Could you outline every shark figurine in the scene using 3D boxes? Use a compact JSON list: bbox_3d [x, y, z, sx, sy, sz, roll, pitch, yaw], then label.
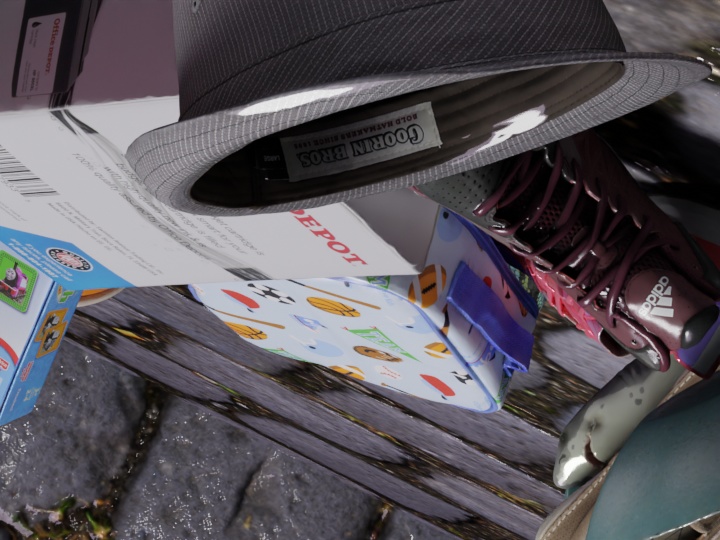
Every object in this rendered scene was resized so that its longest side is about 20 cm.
[{"bbox_3d":[0.210,0.056,1.286,0.214,0.129,0.090,9,-164,1],"label":"shark figurine"}]

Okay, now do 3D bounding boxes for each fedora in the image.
[{"bbox_3d":[0.009,-0.083,0.846,0.176,0.091,0.200,-7,171,-36],"label":"fedora"}]

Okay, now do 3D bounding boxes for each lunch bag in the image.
[{"bbox_3d":[0.000,0.000,1.222,0.160,0.076,0.200,14,166,24],"label":"lunch bag"}]

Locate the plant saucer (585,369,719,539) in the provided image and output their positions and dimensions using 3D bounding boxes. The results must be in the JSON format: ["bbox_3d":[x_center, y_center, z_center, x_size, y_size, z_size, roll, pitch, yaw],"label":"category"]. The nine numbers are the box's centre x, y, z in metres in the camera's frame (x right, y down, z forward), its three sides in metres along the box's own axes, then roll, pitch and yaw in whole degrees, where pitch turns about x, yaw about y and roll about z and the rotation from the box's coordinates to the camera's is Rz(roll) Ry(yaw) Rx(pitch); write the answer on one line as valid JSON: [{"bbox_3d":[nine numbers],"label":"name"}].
[{"bbox_3d":[0.174,0.054,1.080,0.039,0.201,0.201,62,169,0],"label":"plant saucer"}]

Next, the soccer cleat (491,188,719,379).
[{"bbox_3d":[0.110,0.002,1.179,0.068,0.073,0.200,31,169,-29],"label":"soccer cleat"}]

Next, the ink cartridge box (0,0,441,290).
[{"bbox_3d":[-0.079,-0.061,1.064,0.200,0.084,0.145,-2,151,37],"label":"ink cartridge box"}]

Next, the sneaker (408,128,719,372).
[{"bbox_3d":[0.091,-0.021,1.020,0.116,0.076,0.200,47,-170,28],"label":"sneaker"}]

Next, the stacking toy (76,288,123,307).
[{"bbox_3d":[-0.107,-0.062,1.333,0.146,0.147,0.200,32,154,-34],"label":"stacking toy"}]

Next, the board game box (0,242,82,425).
[{"bbox_3d":[-0.194,-0.046,1.310,0.151,0.200,0.037,35,-153,20],"label":"board game box"}]

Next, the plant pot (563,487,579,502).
[{"bbox_3d":[0.201,0.149,1.407,0.200,0.201,0.161,17,157,43],"label":"plant pot"}]

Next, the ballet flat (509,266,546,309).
[{"bbox_3d":[0.010,-0.018,1.360,0.200,0.074,0.074,29,170,-15],"label":"ballet flat"}]

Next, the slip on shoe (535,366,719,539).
[{"bbox_3d":[0.156,0.097,1.223,0.076,0.200,0.061,43,-157,-12],"label":"slip on shoe"}]
